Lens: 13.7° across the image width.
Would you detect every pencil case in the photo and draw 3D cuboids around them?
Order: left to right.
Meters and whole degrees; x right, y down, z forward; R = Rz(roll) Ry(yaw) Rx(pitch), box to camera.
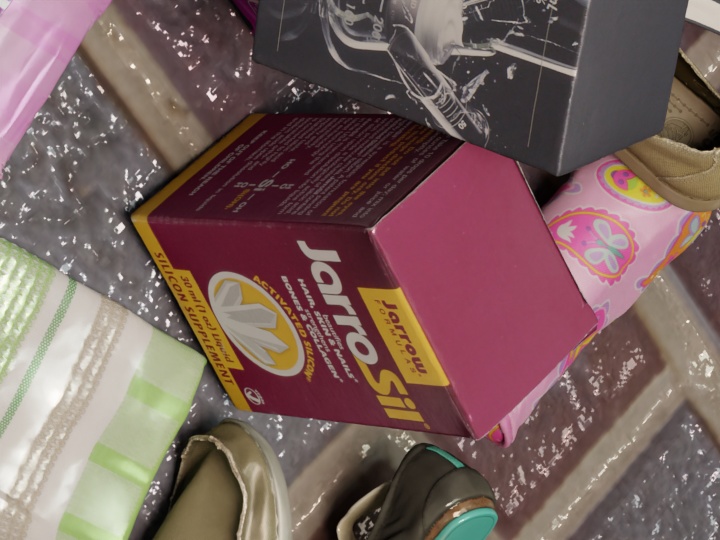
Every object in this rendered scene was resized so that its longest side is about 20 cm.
[{"bbox_3d":[0.108,0.006,1.656,0.200,0.087,0.088,-46,119,-19],"label":"pencil case"}]

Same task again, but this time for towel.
[{"bbox_3d":[-0.178,0.068,1.507,0.200,0.031,0.150,30,81,-33],"label":"towel"}]

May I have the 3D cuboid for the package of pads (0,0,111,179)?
[{"bbox_3d":[-0.222,-0.142,1.419,0.200,0.076,0.121,39,74,-32],"label":"package of pads"}]

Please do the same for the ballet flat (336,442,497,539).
[{"bbox_3d":[0.005,0.173,1.612,0.068,0.068,0.200,4,128,-50],"label":"ballet flat"}]

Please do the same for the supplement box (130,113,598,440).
[{"bbox_3d":[0.000,0.000,1.509,0.103,0.199,0.131,-42,116,-31],"label":"supplement box"}]

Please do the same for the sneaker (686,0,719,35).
[{"bbox_3d":[0.232,-0.195,1.622,0.201,0.077,0.147,16,122,-25],"label":"sneaker"}]

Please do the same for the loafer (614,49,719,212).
[{"bbox_3d":[0.134,-0.114,1.621,0.200,0.067,0.076,35,65,1],"label":"loafer"}]

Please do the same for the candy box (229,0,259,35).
[{"bbox_3d":[-0.002,-0.219,1.526,0.201,0.061,0.136,-62,155,-12],"label":"candy box"}]

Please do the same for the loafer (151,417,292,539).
[{"bbox_3d":[-0.090,0.175,1.554,0.069,0.075,0.201,10,92,-38],"label":"loafer"}]

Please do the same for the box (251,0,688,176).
[{"bbox_3d":[0.060,-0.173,1.403,0.104,0.181,0.201,-24,129,-52],"label":"box"}]
